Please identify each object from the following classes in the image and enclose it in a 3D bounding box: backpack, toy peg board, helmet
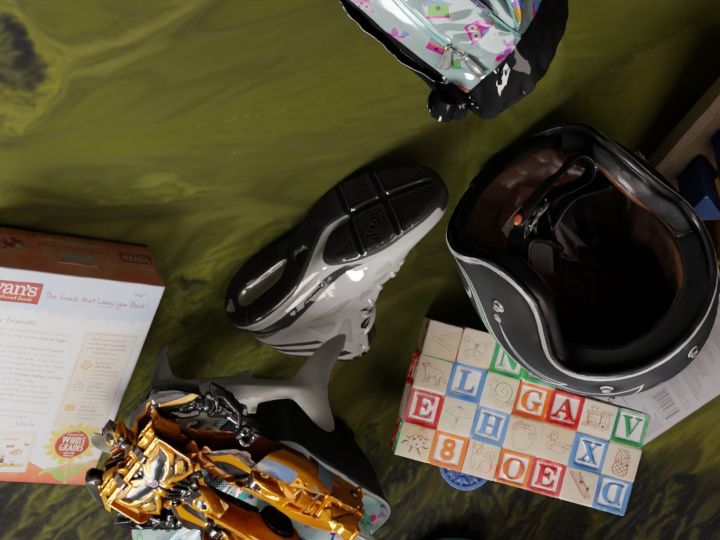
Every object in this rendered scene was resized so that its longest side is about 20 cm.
[{"bbox_3d":[-0.088,0.222,1.279,0.200,0.151,0.177,-39,132,15],"label":"backpack"},{"bbox_3d":[0.046,-0.216,0.992,0.200,0.168,0.126,39,122,-23],"label":"backpack"},{"bbox_3d":[0.341,-0.052,1.213,0.198,0.098,0.200,14,141,-18],"label":"toy peg board"},{"bbox_3d":[0.178,0.002,1.174,0.200,0.200,0.191,-40,113,10],"label":"helmet"}]

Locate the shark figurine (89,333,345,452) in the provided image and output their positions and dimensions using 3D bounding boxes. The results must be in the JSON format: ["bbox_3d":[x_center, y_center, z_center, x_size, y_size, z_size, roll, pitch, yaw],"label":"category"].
[{"bbox_3d":[-0.124,0.092,1.168,0.213,0.090,0.128,-24,147,25],"label":"shark figurine"}]

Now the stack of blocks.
[{"bbox_3d":[0.135,0.120,1.267,0.198,0.059,0.116,16,89,-3],"label":"stack of blocks"}]

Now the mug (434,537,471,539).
[{"bbox_3d":[0.081,0.344,1.456,0.151,0.115,0.186,-9,129,-17],"label":"mug"}]

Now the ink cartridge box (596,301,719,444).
[{"bbox_3d":[0.305,0.071,1.393,0.199,0.042,0.119,-33,131,7],"label":"ink cartridge box"}]

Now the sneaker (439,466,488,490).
[{"bbox_3d":[0.136,0.108,1.339,0.200,0.070,0.078,-50,174,-2],"label":"sneaker"}]

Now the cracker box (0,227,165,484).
[{"bbox_3d":[-0.244,0.068,1.149,0.133,0.058,0.201,8,122,-29],"label":"cracker box"}]

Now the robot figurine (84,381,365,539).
[{"bbox_3d":[-0.103,0.164,1.123,0.199,0.058,0.145,29,114,-21],"label":"robot figurine"}]

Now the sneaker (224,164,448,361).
[{"bbox_3d":[0.000,0.000,1.202,0.200,0.076,0.115,-33,140,14],"label":"sneaker"}]
